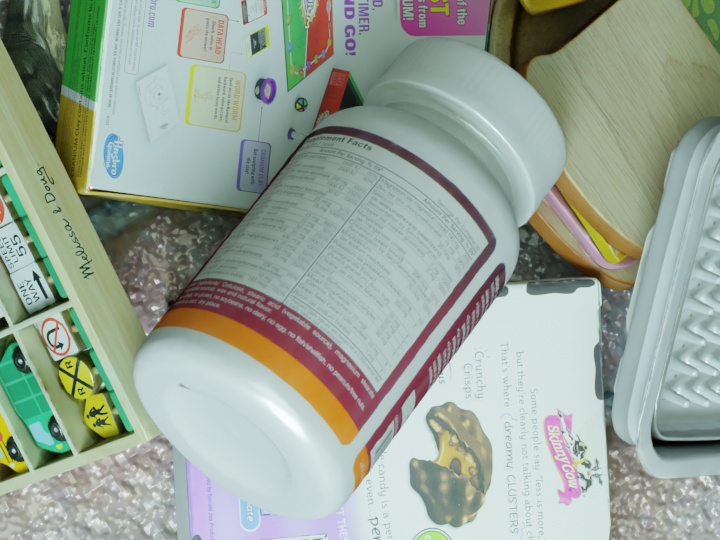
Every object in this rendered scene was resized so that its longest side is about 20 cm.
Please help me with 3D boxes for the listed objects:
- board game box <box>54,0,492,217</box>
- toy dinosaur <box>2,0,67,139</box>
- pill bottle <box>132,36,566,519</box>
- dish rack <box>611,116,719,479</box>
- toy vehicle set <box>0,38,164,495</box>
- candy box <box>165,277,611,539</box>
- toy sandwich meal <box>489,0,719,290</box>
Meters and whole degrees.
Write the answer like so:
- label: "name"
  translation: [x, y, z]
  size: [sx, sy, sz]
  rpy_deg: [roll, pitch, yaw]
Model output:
- label: "board game box"
  translation: [-0.036, -0.098, 1.192]
  size: [0.199, 0.040, 0.154]
  rpy_deg: [8, 88, -30]
- label: "toy dinosaur"
  translation: [-0.136, -0.088, 1.207]
  size: [0.087, 0.047, 0.202]
  rpy_deg: [8, 85, -3]
- label: "pill bottle"
  translation: [0.000, 0.000, 1.125]
  size: [0.109, 0.110, 0.200]
  rpy_deg: [41, 63, -7]
- label: "dish rack"
  translation: [0.190, 0.007, 1.212]
  size: [0.199, 0.043, 0.173]
  rpy_deg: [0, 108, -47]
- label: "toy vehicle set"
  translation: [-0.167, -0.004, 1.163]
  size: [0.026, 0.124, 0.201]
  rpy_deg: [-30, 95, -46]
- label: "candy box"
  translation: [0.014, 0.092, 1.217]
  size: [0.198, 0.072, 0.169]
  rpy_deg: [-3, 89, -10]
- label: "toy sandwich meal"
  translation: [0.147, -0.095, 1.230]
  size: [0.204, 0.070, 0.207]
  rpy_deg: [1, 86, -18]
